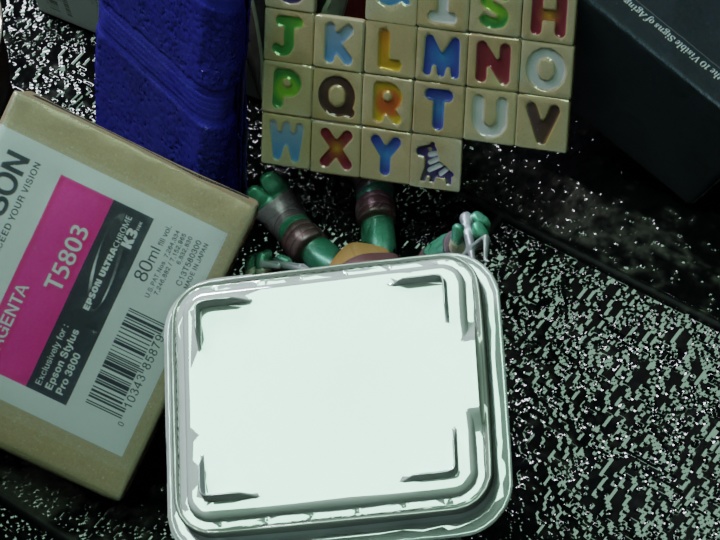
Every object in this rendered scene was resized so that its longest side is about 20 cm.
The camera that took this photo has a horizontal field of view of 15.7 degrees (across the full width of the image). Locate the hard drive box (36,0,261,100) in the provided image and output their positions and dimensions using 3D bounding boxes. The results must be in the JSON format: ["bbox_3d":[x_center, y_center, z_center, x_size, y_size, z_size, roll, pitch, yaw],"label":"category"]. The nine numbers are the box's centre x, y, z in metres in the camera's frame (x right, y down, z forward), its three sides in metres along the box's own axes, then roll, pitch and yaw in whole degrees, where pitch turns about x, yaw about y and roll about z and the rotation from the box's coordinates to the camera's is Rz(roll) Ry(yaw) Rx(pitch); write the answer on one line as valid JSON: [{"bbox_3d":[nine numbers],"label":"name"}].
[{"bbox_3d":[-0.140,-0.219,1.764,0.200,0.156,0.077,25,63,26],"label":"hard drive box"}]

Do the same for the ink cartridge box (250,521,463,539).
[{"bbox_3d":[0.016,0.216,1.467,0.145,0.083,0.200,-42,56,-17],"label":"ink cartridge box"}]

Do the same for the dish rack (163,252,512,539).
[{"bbox_3d":[-0.018,0.070,1.477,0.199,0.044,0.172,-6,67,9],"label":"dish rack"}]

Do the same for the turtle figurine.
[{"bbox_3d":[0.000,0.000,1.614,0.149,0.101,0.200,-11,37,-12],"label":"turtle figurine"}]

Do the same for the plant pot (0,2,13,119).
[{"bbox_3d":[-0.298,-0.078,1.675,0.200,0.198,0.201,-6,54,8],"label":"plant pot"}]

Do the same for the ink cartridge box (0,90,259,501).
[{"bbox_3d":[-0.174,0.014,1.575,0.164,0.075,0.201,25,92,-3],"label":"ink cartridge box"}]

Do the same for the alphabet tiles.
[{"bbox_3d":[0.034,-0.132,1.585,0.199,0.168,0.008,9,19,20],"label":"alphabet tiles"}]

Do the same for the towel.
[{"bbox_3d":[-0.117,-0.131,1.672,0.049,0.200,0.148,-21,45,-30],"label":"towel"}]

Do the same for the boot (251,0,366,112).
[{"bbox_3d":[-0.007,-0.196,1.677,0.072,0.201,0.144,19,38,25],"label":"boot"}]

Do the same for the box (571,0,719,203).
[{"bbox_3d":[0.203,-0.188,1.635,0.200,0.124,0.197,39,66,1],"label":"box"}]
